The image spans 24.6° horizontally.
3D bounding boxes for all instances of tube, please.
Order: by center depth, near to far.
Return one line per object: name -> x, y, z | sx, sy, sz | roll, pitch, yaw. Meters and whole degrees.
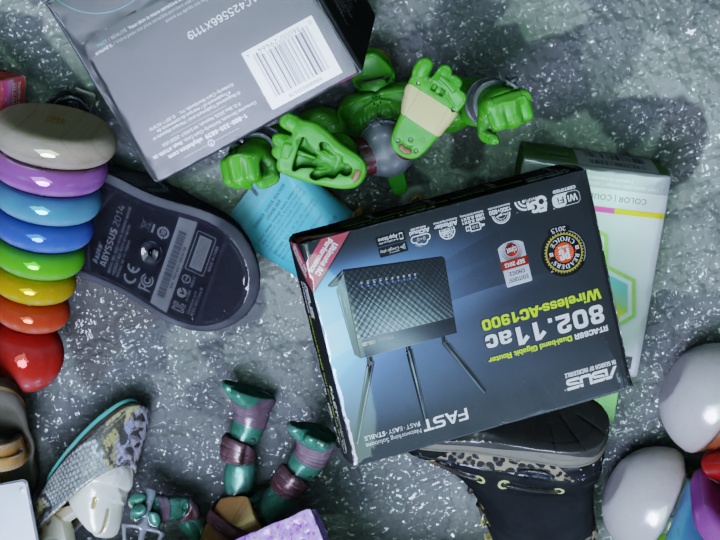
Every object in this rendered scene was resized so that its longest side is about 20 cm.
tube -> 0.000, 0.000, 1.180 | 0.200, 0.050, 0.078 | 36, 104, -3

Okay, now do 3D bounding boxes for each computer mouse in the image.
computer mouse -> -0.154, -0.031, 1.178 | 0.199, 0.053, 0.139 | 29, 108, 7

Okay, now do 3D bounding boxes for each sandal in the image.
sandal -> -0.273, 0.129, 1.167 | 0.081, 0.055, 0.200 | -7, 146, -4

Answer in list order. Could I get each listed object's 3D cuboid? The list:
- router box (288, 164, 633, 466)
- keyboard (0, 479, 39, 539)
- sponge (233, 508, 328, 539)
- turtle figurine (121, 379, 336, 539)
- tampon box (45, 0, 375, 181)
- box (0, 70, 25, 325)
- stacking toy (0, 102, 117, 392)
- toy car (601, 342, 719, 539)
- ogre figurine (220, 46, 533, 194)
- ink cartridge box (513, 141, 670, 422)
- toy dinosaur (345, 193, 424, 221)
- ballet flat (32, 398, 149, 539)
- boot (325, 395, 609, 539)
router box -> 0.065, 0.027, 1.082 | 0.199, 0.062, 0.151 | -15, 99, -7
keyboard -> -0.244, 0.250, 1.165 | 0.056, 0.011, 0.201 | -10, 91, -3
sponge -> -0.102, 0.252, 1.142 | 0.199, 0.030, 0.112 | -23, 79, 7
turtle figurine -> -0.095, 0.191, 1.207 | 0.149, 0.101, 0.201 | 25, 96, 10
tampon box -> -0.086, -0.164, 1.056 | 0.149, 0.200, 0.127 | -27, 103, 11
box -> -0.304, -0.042, 1.143 | 0.102, 0.095, 0.201 | 12, 107, 19
stacking toy -> -0.222, -0.010, 1.140 | 0.085, 0.085, 0.201 | 12, 113, -1
toy car -> 0.278, 0.162, 1.156 | 0.174, 0.150, 0.201 | 26, 105, -5
ogre figurine -> 0.011, -0.096, 1.112 | 0.199, 0.120, 0.098 | -32, 98, 9
ink cartridge box -> 0.149, 0.017, 1.168 | 0.103, 0.059, 0.201 | 8, 106, 0
toy dinosaur -> 0.021, 0.011, 1.125 | 0.106, 0.060, 0.200 | 41, 73, -2
ballet flat -> -0.215, 0.184, 1.220 | 0.200, 0.072, 0.072 | -44, 99, 8
boot -> 0.079, 0.144, 1.183 | 0.202, 0.074, 0.154 | 8, 138, 18
